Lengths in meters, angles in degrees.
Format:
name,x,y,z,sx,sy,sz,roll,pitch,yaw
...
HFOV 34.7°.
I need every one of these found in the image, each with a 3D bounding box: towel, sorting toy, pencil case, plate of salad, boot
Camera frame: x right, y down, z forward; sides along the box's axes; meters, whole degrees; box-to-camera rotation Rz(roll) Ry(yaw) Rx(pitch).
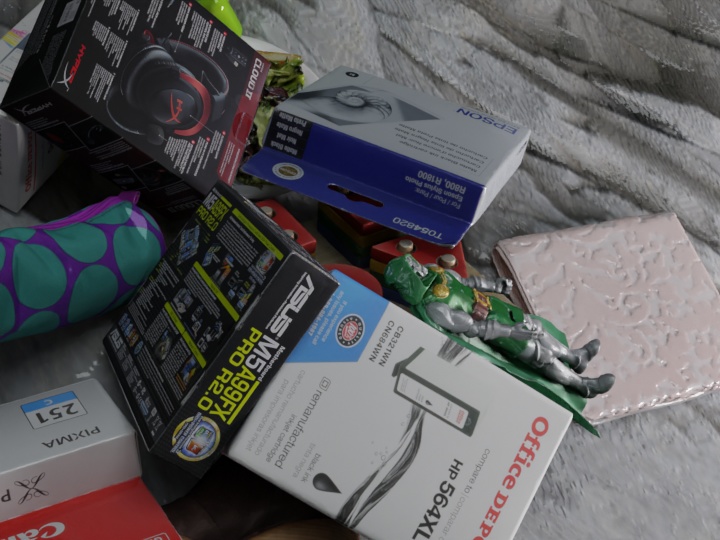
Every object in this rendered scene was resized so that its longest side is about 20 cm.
name,x,y,z,sx,sy,sz,roll,pitch,yaw
towel,0.241,0.038,1.052,0.199,0.032,0.192,-10,61,-22
sorting toy,0.000,0.000,0.939,0.199,0.070,0.199,-19,43,-28
pencil case,-0.236,-0.003,0.856,0.085,0.093,0.200,3,11,30
plate of salad,-0.114,-0.152,1.063,0.199,0.048,0.201,9,55,-12
boot,-0.096,0.160,0.855,0.199,0.073,0.167,14,44,-8

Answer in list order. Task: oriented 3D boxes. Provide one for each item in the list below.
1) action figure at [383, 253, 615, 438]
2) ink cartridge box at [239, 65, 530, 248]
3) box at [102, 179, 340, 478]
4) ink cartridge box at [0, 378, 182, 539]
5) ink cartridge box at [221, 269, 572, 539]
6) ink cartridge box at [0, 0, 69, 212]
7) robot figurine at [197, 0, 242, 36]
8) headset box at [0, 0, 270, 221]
name,x,y,z,sx,sy,sz,roll,pitch,yaw
action figure,0.100,0.040,0.855,0.199,0.055,0.118,27,26,-25
ink cartridge box,0.027,-0.106,0.990,0.199,0.041,0.200,21,33,14
box,-0.107,0.032,0.819,0.044,0.200,0.161,35,92,-28
ink cartridge box,-0.241,0.152,0.764,0.199,0.045,0.176,-16,28,-26
ink cartridge box,0.025,0.112,0.801,0.199,0.084,0.146,30,79,-7
ink cartridge box,-0.276,-0.132,0.955,0.067,0.117,0.200,29,53,5
robot figurine,-0.190,-0.271,1.070,0.175,0.116,0.200,24,46,13
headset box,-0.166,-0.144,0.928,0.200,0.075,0.149,35,59,-39
